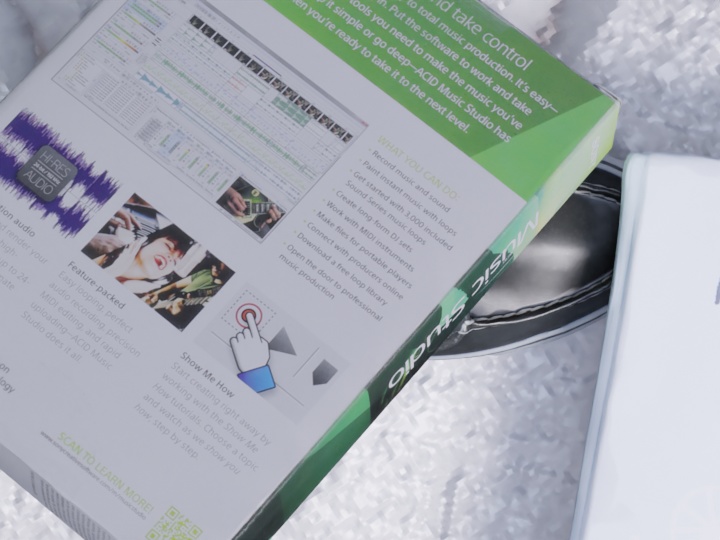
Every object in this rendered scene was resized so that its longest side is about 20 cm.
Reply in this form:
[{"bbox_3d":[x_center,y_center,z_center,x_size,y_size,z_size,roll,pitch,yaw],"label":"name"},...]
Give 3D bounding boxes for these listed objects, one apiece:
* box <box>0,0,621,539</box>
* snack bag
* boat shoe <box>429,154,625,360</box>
[{"bbox_3d":[-0.039,-0.016,0.808,0.144,0.036,0.200,38,74,14],"label":"box"},{"bbox_3d":[0.161,0.061,0.830,0.199,0.021,0.189,10,96,5],"label":"snack bag"},{"bbox_3d":[0.000,0.000,0.852,0.199,0.057,0.069,-6,96,-2],"label":"boat shoe"}]
